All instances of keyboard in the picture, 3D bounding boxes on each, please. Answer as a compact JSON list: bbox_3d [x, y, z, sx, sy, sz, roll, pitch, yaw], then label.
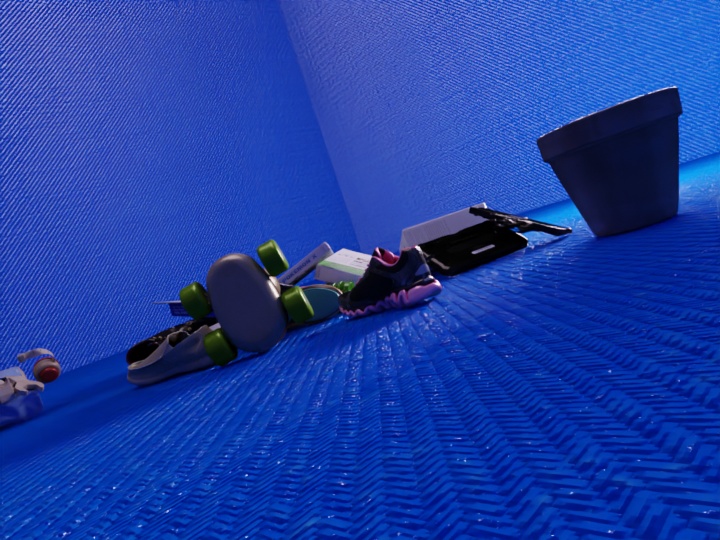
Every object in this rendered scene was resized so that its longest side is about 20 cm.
[{"bbox_3d":[0.296,-0.087,0.996,0.104,0.040,0.200,-3,18,-44],"label":"keyboard"}]

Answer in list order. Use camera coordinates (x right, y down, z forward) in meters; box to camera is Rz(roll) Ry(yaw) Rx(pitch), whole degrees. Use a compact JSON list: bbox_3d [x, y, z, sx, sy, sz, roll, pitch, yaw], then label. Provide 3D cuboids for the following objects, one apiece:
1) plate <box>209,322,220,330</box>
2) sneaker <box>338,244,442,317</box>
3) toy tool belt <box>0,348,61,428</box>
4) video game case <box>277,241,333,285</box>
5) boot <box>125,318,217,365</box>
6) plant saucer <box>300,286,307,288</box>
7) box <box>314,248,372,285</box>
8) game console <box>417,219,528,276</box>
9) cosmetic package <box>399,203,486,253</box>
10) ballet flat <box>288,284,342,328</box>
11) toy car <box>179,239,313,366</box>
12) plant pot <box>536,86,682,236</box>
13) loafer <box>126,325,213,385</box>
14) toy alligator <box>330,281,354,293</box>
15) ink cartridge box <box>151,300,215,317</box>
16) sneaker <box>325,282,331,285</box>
[{"bbox_3d":[-0.278,0.126,1.034,0.200,0.032,0.199,-28,-5,36],"label":"plate"},{"bbox_3d":[0.032,0.013,0.781,0.200,0.096,0.079,-18,3,46],"label":"sneaker"},{"bbox_3d":[-0.646,0.240,0.943,0.200,0.125,0.123,-24,36,-36],"label":"toy tool belt"},{"bbox_3d":[-0.133,0.010,1.054,0.182,0.022,0.200,-39,1,-1],"label":"video game case"},{"bbox_3d":[-0.429,0.165,1.195,0.199,0.074,0.151,-15,6,12],"label":"boot"},{"bbox_3d":[-0.204,0.082,1.314,0.199,0.051,0.201,-10,4,1],"label":"plant saucer"},{"bbox_3d":[0.000,0.000,1.088,0.144,0.037,0.200,14,13,11],"label":"box"},{"bbox_3d":[0.204,-0.016,1.030,0.199,0.117,0.176,-20,33,-21],"label":"game console"},{"bbox_3d":[0.194,-0.071,1.160,0.199,0.072,0.102,-19,-22,-9],"label":"cosmetic package"},{"bbox_3d":[-0.112,0.070,0.946,0.199,0.069,0.063,-17,-4,20],"label":"ballet flat"},{"bbox_3d":[-0.172,0.054,0.853,0.164,0.158,0.200,-29,-4,-2],"label":"toy car"},{"bbox_3d":[0.391,-0.152,0.773,0.199,0.174,0.200,-19,2,1],"label":"plant pot"},{"bbox_3d":[-0.311,0.140,0.863,0.199,0.069,0.076,-18,2,17],"label":"loafer"},{"bbox_3d":[-0.069,0.059,0.989,0.199,0.055,0.059,-18,2,28],"label":"toy alligator"},{"bbox_3d":[-0.323,0.083,1.151,0.196,0.044,0.200,-2,1,32],"label":"ink cartridge box"},{"bbox_3d":[-0.060,0.028,1.171,0.075,0.092,0.200,-18,3,15],"label":"sneaker"}]
